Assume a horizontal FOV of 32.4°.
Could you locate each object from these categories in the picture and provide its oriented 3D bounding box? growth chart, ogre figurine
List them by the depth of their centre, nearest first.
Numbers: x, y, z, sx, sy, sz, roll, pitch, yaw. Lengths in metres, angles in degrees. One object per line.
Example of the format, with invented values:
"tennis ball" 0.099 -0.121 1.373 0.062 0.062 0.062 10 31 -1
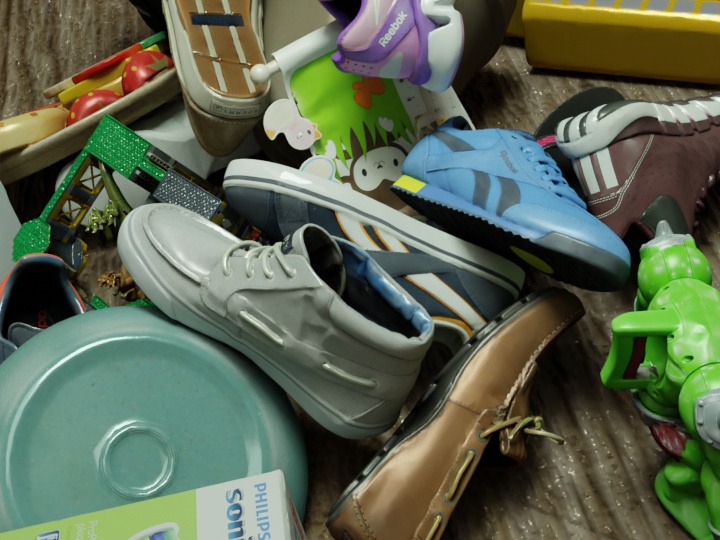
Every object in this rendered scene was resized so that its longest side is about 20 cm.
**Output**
"ogre figurine" 0.180 0.064 0.662 0.097 0.121 0.201 3 46 18
"growth chart" 0.024 -0.082 0.830 0.144 0.201 0.018 -40 15 -20

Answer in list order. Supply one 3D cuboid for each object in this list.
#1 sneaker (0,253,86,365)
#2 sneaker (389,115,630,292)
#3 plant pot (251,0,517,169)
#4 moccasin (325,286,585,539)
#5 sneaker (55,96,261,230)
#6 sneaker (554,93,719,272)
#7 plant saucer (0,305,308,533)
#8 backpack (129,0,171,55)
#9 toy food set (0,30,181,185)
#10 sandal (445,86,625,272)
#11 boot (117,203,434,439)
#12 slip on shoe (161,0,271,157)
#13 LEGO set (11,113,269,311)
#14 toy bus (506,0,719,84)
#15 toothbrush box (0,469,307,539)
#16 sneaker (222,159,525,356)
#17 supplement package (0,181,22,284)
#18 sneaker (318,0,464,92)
"sneaker" -0.186 0.079 0.740 0.074 0.085 0.201 -4 57 -29
"sneaker" 0.096 -0.050 0.744 0.079 0.066 0.200 -54 37 -4
"plant pot" 0.002 -0.160 0.913 0.198 0.200 0.175 8 63 22
"moccasin" 0.068 0.091 0.700 0.078 0.074 0.202 39 62 6
"sneaker" -0.153 -0.097 0.970 0.199 0.076 0.088 -29 32 -23
"sneaker" 0.210 -0.051 0.820 0.199 0.117 0.075 -9 -6 -38
"plant saucer" -0.123 0.109 0.684 0.198 0.036 0.202 5 68 -11
"backpack" -0.143 -0.277 1.017 0.177 0.200 0.151 27 82 36
"toy food set" -0.224 -0.126 0.971 0.199 0.049 0.198 -27 14 2
"sandal" 0.128 -0.052 0.832 0.075 0.045 0.200 44 67 3
"boot" -0.046 0.002 0.694 0.199 0.096 0.074 35 43 9
"slip on shoe" -0.102 -0.167 0.874 0.075 0.061 0.201 -2 51 -19
"LEGO set" -0.132 -0.009 0.860 0.199 0.116 0.155 22 83 38
"toy bus" 0.195 -0.198 0.972 0.198 0.065 0.079 10 50 24
"toothbrush box" -0.113 0.192 0.591 0.198 0.146 0.087 -13 42 3
"sneaker" 0.000 0.000 0.760 0.198 0.078 0.080 23 80 -4
"supplement package" -0.350 0.005 0.845 0.198 0.153 0.152 -8 43 7
"sneaker" 0.006 -0.208 0.787 0.087 0.081 0.202 -7 75 -8
